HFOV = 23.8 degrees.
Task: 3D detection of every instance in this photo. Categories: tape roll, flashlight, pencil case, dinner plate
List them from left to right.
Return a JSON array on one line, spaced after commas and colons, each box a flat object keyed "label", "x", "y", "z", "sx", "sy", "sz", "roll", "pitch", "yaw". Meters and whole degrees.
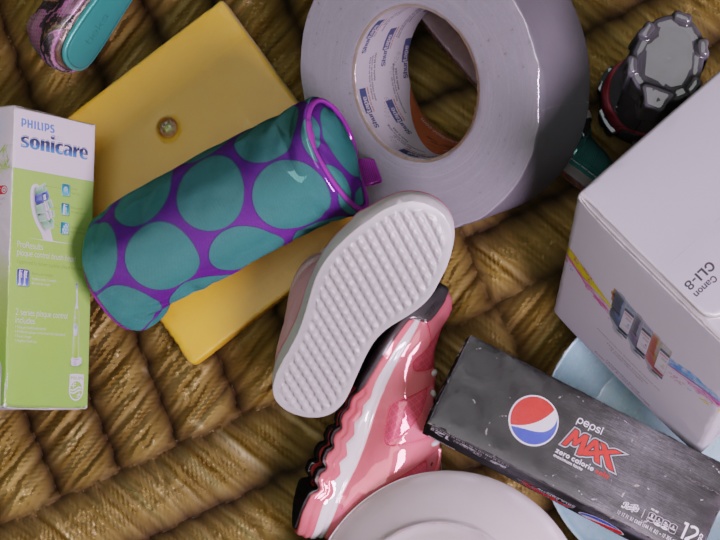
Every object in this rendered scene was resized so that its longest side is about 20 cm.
[{"label": "pencil case", "x": -0.091, "y": -0.037, "z": 1.154, "sx": 0.199, "sy": 0.092, "sz": 0.086, "roll": -26, "pitch": 59, "yaw": 20}, {"label": "tape roll", "x": 0.054, "y": -0.131, "z": 1.156, "sx": 0.199, "sy": 0.066, "sz": 0.203, "roll": 13, "pitch": 111, "yaw": 36}, {"label": "dinner plate", "x": 0.053, "y": 0.232, "z": 1.121, "sx": 0.198, "sy": 0.024, "sz": 0.203, "roll": -4, "pitch": 78, "yaw": 20}, {"label": "flashlight", "x": 0.195, "y": -0.127, "z": 1.132, "sx": 0.068, "sy": 0.200, "sz": 0.068, "roll": -28, "pitch": 83, "yaw": 0}]

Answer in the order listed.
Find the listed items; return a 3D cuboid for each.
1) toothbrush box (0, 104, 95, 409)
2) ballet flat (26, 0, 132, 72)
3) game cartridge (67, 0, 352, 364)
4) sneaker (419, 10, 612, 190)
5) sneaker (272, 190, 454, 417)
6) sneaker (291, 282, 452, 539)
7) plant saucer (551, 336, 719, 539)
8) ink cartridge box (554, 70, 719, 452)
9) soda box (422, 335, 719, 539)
[{"label": "toothbrush box", "x": -0.266, "y": -0.004, "z": 1.186, "sx": 0.144, "sy": 0.086, "sz": 0.202, "roll": -2, "pitch": 84, "yaw": 33}, {"label": "ballet flat", "x": -0.173, "y": -0.235, "z": 1.240, "sx": 0.071, "sy": 0.069, "sz": 0.200, "roll": 40, "pitch": 90, "yaw": 25}, {"label": "game cartridge", "x": -0.110, "y": -0.063, "z": 1.236, "sx": 0.176, "sy": 0.032, "sz": 0.201, "roll": -36, "pitch": 87, "yaw": 1}, {"label": "sneaker", "x": 0.121, "y": -0.145, "z": 1.203, "sx": 0.080, "sy": 0.071, "sz": 0.200, "roll": -41, "pitch": 83, "yaw": 4}, {"label": "sneaker", "x": 0.000, "y": 0.000, "z": 1.156, "sx": 0.075, "sy": 0.105, "sz": 0.201, "roll": 25, "pitch": 127, "yaw": -12}, {"label": "sneaker", "x": 0.027, "y": 0.107, "z": 1.201, "sx": 0.086, "sy": 0.074, "sz": 0.202, "roll": 27, "pitch": 91, "yaw": -9}, {"label": "plant saucer", "x": 0.223, "y": 0.117, "z": 1.192, "sx": 0.199, "sy": 0.039, "sz": 0.204, "roll": 0, "pitch": 85, "yaw": 5}, {"label": "ink cartridge box", "x": 0.226, "y": -0.005, "z": 1.081, "sx": 0.145, "sy": 0.200, "sz": 0.145, "roll": -40, "pitch": 73, "yaw": -13}, {"label": "soda box", "x": 0.144, "y": 0.121, "z": 1.140, "sx": 0.199, "sy": 0.063, "sz": 0.071, "roll": 27, "pitch": 78, "yaw": 4}]
